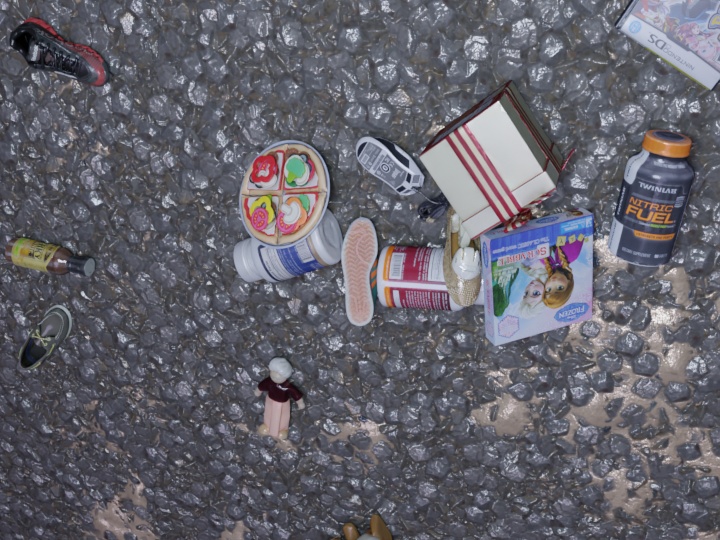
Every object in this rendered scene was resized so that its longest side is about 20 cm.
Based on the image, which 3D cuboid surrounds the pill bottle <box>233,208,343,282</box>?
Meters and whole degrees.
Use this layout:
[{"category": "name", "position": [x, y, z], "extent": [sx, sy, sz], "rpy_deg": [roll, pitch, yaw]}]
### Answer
[{"category": "pill bottle", "position": [-0.140, -0.042, 1.412], "extent": [0.197, 0.111, 0.113], "rpy_deg": [-16, 110, 24]}]

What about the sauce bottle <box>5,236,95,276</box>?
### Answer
[{"category": "sauce bottle", "position": [-0.678, -0.027, 1.621], "extent": [0.196, 0.065, 0.066], "rpy_deg": [10, 118, 11]}]

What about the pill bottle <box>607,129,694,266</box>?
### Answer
[{"category": "pill bottle", "position": [0.468, -0.118, 1.184], "extent": [0.104, 0.107, 0.204], "rpy_deg": [10, 118, 12]}]

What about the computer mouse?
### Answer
[{"category": "computer mouse", "position": [0.080, -0.174, 1.311], "extent": [0.199, 0.044, 0.110], "rpy_deg": [39, 142, -2]}]

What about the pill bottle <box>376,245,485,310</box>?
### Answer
[{"category": "pill bottle", "position": [0.135, 0.015, 1.352], "extent": [0.195, 0.113, 0.115], "rpy_deg": [3, 117, 16]}]

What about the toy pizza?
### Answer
[{"category": "toy pizza", "position": [-0.146, -0.142, 1.351], "extent": [0.196, 0.032, 0.205], "rpy_deg": [-5, 79, 26]}]

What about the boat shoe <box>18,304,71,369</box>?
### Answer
[{"category": "boat shoe", "position": [-0.741, 0.161, 1.733], "extent": [0.072, 0.060, 0.202], "rpy_deg": [40, 120, -5]}]

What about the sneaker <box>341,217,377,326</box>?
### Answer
[{"category": "sneaker", "position": [0.000, 0.000, 1.417], "extent": [0.070, 0.080, 0.205], "rpy_deg": [3, 96, 4]}]

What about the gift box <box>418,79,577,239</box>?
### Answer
[{"category": "gift box", "position": [0.230, -0.175, 1.188], "extent": [0.198, 0.185, 0.188], "rpy_deg": [-29, 103, 34]}]

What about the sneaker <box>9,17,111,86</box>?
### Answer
[{"category": "sneaker", "position": [-0.566, -0.399, 1.382], "extent": [0.198, 0.098, 0.072], "rpy_deg": [30, 119, 0]}]

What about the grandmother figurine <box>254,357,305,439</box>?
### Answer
[{"category": "grandmother figurine", "position": [-0.177, 0.276, 1.613], "extent": [0.118, 0.061, 0.204], "rpy_deg": [8, 120, 4]}]

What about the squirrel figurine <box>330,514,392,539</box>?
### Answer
[{"category": "squirrel figurine", "position": [-0.004, 0.693, 1.721], "extent": [0.185, 0.142, 0.201], "rpy_deg": [-32, 100, 35]}]

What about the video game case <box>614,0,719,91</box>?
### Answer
[{"category": "video game case", "position": [0.506, -0.398, 1.081], "extent": [0.179, 0.026, 0.202], "rpy_deg": [33, 121, 0]}]

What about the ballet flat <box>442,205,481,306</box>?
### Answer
[{"category": "ballet flat", "position": [0.176, -0.041, 1.269], "extent": [0.069, 0.204, 0.066], "rpy_deg": [1, 155, -5]}]

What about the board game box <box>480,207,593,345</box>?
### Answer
[{"category": "board game box", "position": [0.308, 0.012, 1.281], "extent": [0.196, 0.041, 0.203], "rpy_deg": [-14, 115, -12]}]
